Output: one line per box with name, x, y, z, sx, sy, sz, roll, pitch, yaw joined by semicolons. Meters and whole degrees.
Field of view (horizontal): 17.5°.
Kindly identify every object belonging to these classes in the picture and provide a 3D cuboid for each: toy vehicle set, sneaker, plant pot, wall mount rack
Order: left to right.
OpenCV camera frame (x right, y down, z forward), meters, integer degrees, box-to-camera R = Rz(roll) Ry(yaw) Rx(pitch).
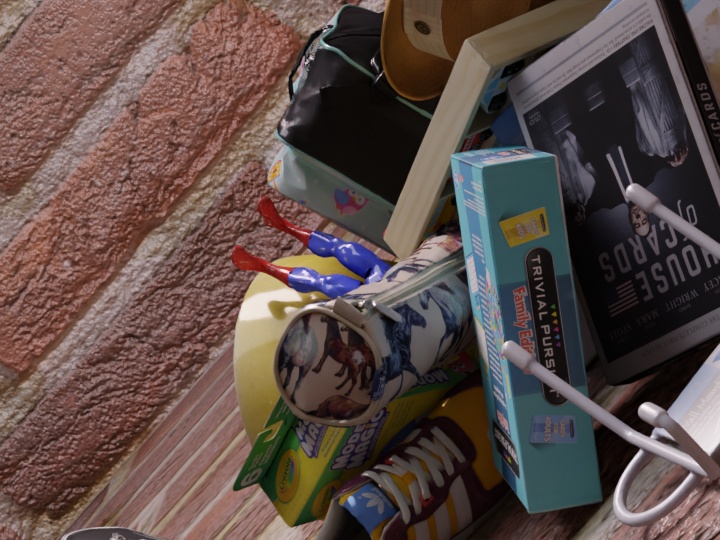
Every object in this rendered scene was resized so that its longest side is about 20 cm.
plant pot;0.022;0.074;1.718;0.141;0.201;0.200;-14;27;33
sneaker;0.037;0.142;1.494;0.201;0.075;0.090;-56;-29;10
toy vehicle set;0.093;-0.094;1.529;0.124;0.027;0.201;-26;-26;-32
wall mount rack;0.171;0.033;1.250;0.200;0.075;0.174;-50;23;-8

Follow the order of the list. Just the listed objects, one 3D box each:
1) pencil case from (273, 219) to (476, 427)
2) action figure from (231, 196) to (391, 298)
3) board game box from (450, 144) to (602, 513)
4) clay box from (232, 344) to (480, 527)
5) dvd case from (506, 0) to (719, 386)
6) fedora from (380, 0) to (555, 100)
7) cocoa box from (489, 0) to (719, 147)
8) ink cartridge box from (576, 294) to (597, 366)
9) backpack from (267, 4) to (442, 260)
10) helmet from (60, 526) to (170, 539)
pencil case;0.031;0.029;1.478;0.200;0.078;0.090;-31;-17;-52
action figure;0.000;0.000;1.618;0.066;0.199;0.099;-63;-21;-12
board game box;0.098;0.030;1.395;0.047;0.202;0.151;-9;6;-3
clay box;0.016;0.104;1.551;0.199;0.048;0.115;-12;-39;-42
dvd case;0.165;-0.048;1.370;0.025;0.201;0.150;-10;-14;-35
fedora;0.092;-0.188;1.524;0.201;0.081;0.201;-48;-26;-32
cocoa box;0.208;-0.104;1.455;0.131;0.134;0.200;-8;-31;-52
ink cartridge box;0.161;-0.010;1.672;0.117;0.067;0.200;-49;7;7
backpack;0.025;-0.106;1.723;0.154;0.175;0.200;-61;7;26
helmet;-0.122;0.265;1.453;0.200;0.200;0.190;-50;43;-8
